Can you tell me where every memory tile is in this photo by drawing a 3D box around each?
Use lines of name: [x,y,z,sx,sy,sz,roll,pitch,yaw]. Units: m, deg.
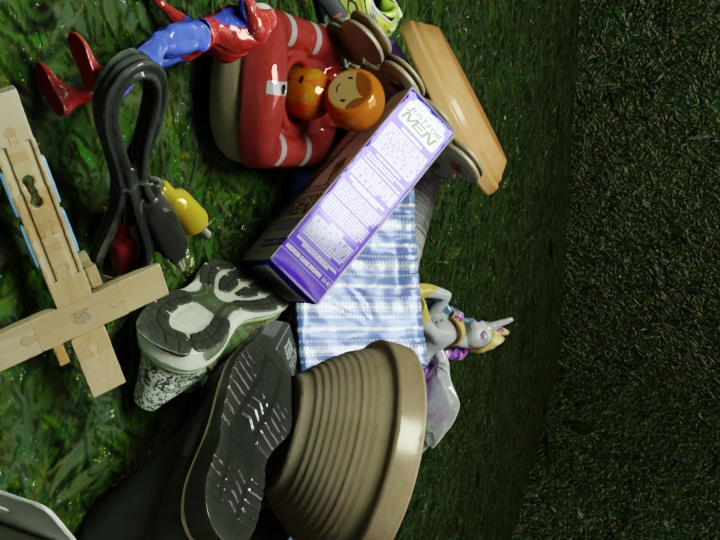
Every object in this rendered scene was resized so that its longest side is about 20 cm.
memory tile: [0.032,-0.162,0.842,0.017,0.153,0.200,-45,113,-10]

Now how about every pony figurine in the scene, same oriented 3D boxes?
pony figurine: [0.070,0.099,1.033,0.199,0.193,0.168,21,34,-45]

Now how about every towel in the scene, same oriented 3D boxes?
towel: [0.000,0.000,0.877,0.024,0.143,0.204,-25,-114,62]

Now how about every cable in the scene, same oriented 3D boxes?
cable: [-0.152,-0.055,0.560,0.096,0.050,0.201,-33,148,-19]

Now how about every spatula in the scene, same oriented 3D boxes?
spatula: [-0.010,-0.239,0.850,0.200,0.056,0.021,45,30,-41]

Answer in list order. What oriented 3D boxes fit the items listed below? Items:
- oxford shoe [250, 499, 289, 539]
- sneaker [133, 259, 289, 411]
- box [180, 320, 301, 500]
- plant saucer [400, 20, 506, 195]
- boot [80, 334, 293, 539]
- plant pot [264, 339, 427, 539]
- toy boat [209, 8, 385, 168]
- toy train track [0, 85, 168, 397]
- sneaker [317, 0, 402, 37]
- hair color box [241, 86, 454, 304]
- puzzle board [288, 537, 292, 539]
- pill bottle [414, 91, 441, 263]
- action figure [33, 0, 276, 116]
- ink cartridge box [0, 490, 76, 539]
oxford shoe: [-0.115,0.268,0.728,0.199,0.072,0.072,-33,138,-41]
sneaker: [-0.129,0.053,0.711,0.089,0.076,0.200,-59,168,22]
box: [-0.100,0.170,0.834,0.202,0.049,0.159,79,28,-44]
plant saucer: [0.104,-0.177,0.917,0.201,0.037,0.201,57,16,-25]
boot: [-0.134,0.137,0.659,0.078,0.137,0.201,57,24,-19]
plant pot: [-0.028,0.149,0.735,0.201,0.091,0.204,-160,-90,-74]
toy boat: [-0.042,-0.150,0.739,0.200,0.129,0.133,-19,117,-68]
toy train track: [-0.188,-0.014,0.527,0.114,0.032,0.203,-25,124,-23]
sneaker: [0.003,-0.243,0.902,0.202,0.075,0.076,79,26,-49]
hair color box: [-0.014,-0.065,0.783,0.065,0.109,0.201,44,74,-15]
puzzle board: [-0.026,0.197,0.897,0.199,0.017,0.153,-6,109,-56]
pill bottle: [0.034,-0.101,0.994,0.114,0.112,0.203,53,51,-63]
action figure: [-0.129,-0.176,0.574,0.199,0.065,0.100,-32,102,-50]
ink cartridge box: [-0.195,0.197,0.490,0.202,0.114,0.067,77,31,-45]
